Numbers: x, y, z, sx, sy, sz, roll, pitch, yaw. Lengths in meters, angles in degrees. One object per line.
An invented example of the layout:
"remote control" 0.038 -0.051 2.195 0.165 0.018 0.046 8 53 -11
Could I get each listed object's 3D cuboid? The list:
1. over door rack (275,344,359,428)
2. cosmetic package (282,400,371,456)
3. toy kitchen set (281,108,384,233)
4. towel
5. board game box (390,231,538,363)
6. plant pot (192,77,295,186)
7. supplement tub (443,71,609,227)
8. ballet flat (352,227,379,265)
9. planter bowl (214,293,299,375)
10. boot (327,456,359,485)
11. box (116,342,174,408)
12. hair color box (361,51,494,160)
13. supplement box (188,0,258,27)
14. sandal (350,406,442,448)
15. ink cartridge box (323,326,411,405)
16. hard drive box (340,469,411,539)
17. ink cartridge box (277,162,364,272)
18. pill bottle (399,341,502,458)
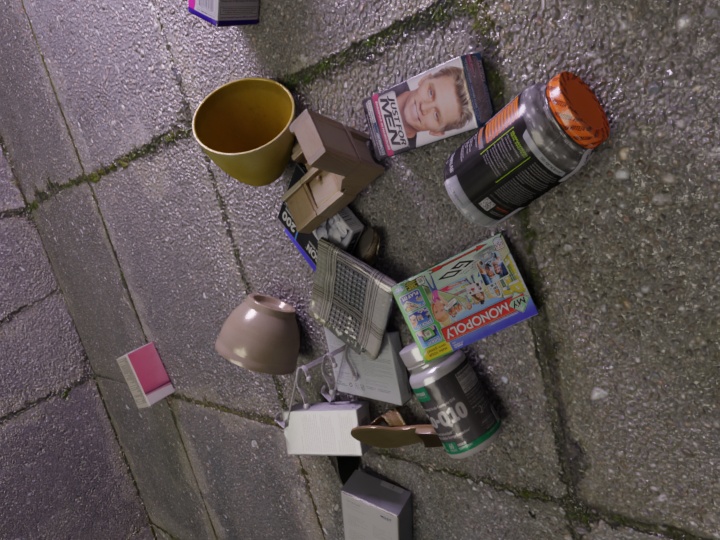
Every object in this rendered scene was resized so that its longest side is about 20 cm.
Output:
"over door rack" -0.082 0.246 1.114 0.067 0.146 0.202 47 135 24
"cosmetic package" -0.074 0.356 1.214 0.195 0.071 0.105 -8 90 25
"toy kitchen set" -0.103 -0.195 0.933 0.198 0.179 0.166 -35 70 28
"towel" -0.025 0.061 1.034 0.190 0.034 0.204 32 131 23
"board game box" 0.162 0.045 0.854 0.197 0.029 0.137 -27 90 18
"plant pot" -0.209 -0.251 1.054 0.199 0.200 0.143 36 159 26
"supplement tub" 0.213 -0.155 0.708 0.199 0.121 0.124 -36 83 47
"ballet flat" 0.000 0.000 1.051 0.045 0.068 0.202 15 129 -14
"planter bowl" -0.223 0.137 1.249 0.197 0.198 0.138 25 98 34
"boot" -0.093 0.428 1.335 0.172 0.068 0.205 -21 84 48
"box" -0.783 0.383 1.960 0.126 0.108 0.204 -20 95 47
"hair color box" 0.099 -0.245 0.823 0.197 0.060 0.103 -8 104 46
"supplement box" -0.248 -0.569 0.982 0.100 0.102 0.204 35 131 28
"sandal" 0.084 0.317 1.111 0.206 0.071 0.079 -6 132 26
"ink cartridge box" 0.007 0.168 1.125 0.196 0.040 0.205 1 109 45
"hard drive box" 0.039 0.591 1.250 0.152 0.077 0.205 12 118 29
"ink cartridge box" -0.093 -0.079 1.094 0.199 0.043 0.202 50 137 23
"pill bottle" 0.155 0.211 0.945 0.112 0.112 0.203 -33 85 47
